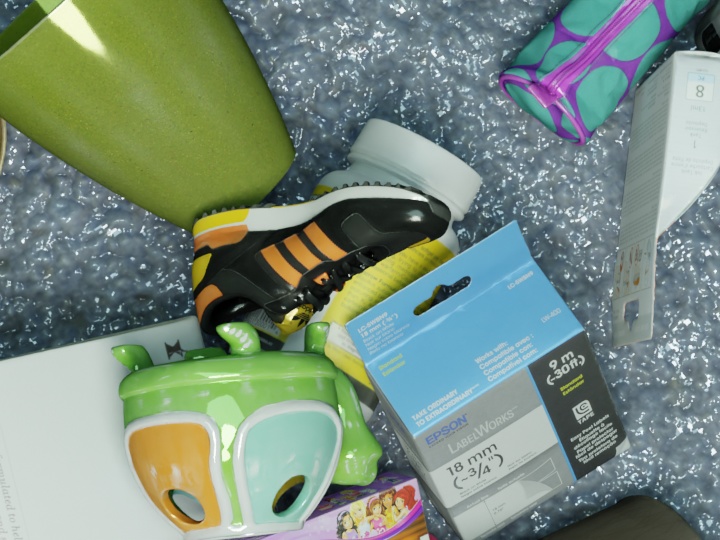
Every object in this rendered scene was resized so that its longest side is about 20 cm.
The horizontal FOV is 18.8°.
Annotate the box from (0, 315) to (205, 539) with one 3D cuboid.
[{"bbox_3d":[-0.198,0.152,1.484,0.200,0.131,0.199,-12,85,-36],"label":"box"}]

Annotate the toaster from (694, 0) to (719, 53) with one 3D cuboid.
[{"bbox_3d":[0.347,-0.205,1.565,0.119,0.181,0.200,44,85,1],"label":"toaster"}]

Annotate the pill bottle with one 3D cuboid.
[{"bbox_3d":[0.000,0.000,1.557,0.114,0.114,0.200,29,84,-1],"label":"pill bottle"}]

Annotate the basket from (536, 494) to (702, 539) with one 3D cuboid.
[{"bbox_3d":[0.139,0.253,1.491,0.200,0.136,0.180,-7,55,-32],"label":"basket"}]

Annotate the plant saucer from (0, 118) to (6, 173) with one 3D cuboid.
[{"bbox_3d":[-0.356,-0.096,1.576,0.200,0.035,0.201,0,85,-4],"label":"plant saucer"}]

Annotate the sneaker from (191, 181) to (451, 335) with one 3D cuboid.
[{"bbox_3d":[-0.027,-0.001,1.466,0.200,0.070,0.090,-8,70,30],"label":"sneaker"}]

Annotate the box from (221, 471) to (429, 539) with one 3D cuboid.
[{"bbox_3d":[-0.037,0.233,1.470,0.200,0.039,0.137,-19,102,-31],"label":"box"}]

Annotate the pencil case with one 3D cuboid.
[{"bbox_3d":[0.194,-0.187,1.596,0.085,0.092,0.200,41,85,4],"label":"pencil case"}]

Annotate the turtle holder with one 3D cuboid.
[{"bbox_3d":[-0.076,0.109,1.426,0.141,0.185,0.132,-10,81,15],"label":"turtle holder"}]

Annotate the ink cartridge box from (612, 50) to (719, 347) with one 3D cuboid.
[{"bbox_3d":[0.221,-0.045,1.553,0.047,0.160,0.200,6,85,-3],"label":"ink cartridge box"}]

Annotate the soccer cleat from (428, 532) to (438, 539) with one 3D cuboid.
[{"bbox_3d":[-0.022,0.259,1.564,0.200,0.086,0.070,-34,63,-27],"label":"soccer cleat"}]

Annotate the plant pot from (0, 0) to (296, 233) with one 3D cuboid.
[{"bbox_3d":[-0.147,-0.124,1.538,0.187,0.187,0.200,-44,105,-6],"label":"plant pot"}]

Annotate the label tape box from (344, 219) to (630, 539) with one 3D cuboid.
[{"bbox_3d":[0.092,0.084,1.524,0.144,0.063,0.200,-32,132,-6],"label":"label tape box"}]
